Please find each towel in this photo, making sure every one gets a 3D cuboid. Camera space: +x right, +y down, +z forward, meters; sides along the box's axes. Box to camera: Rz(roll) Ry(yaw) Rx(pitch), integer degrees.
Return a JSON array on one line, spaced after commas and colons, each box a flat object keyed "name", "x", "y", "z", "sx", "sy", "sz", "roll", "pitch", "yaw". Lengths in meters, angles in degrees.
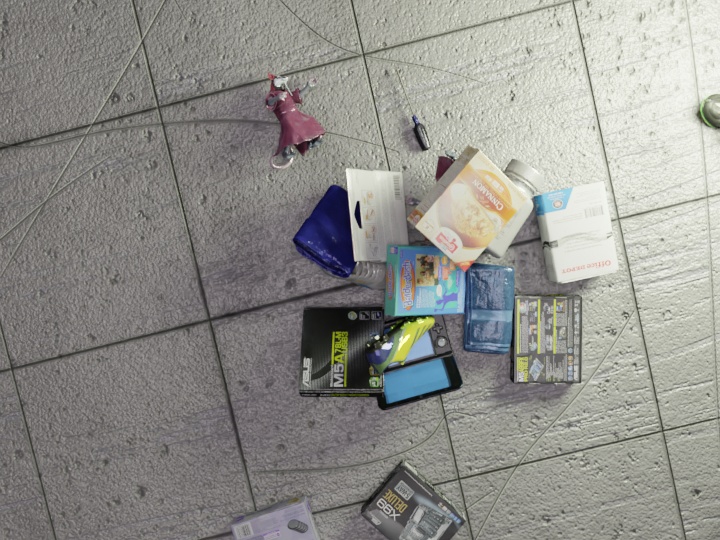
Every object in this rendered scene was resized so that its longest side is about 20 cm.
[{"name": "towel", "x": -0.051, "y": -0.086, "z": 1.515, "sx": 0.147, "sy": 0.050, "sz": 0.201, "roll": 34, "pitch": 52, "yaw": -5}, {"name": "towel", "x": 0.294, "y": 0.087, "z": 1.556, "sx": 0.109, "sy": 0.048, "sz": 0.204, "roll": 4, "pitch": 93, "yaw": 14}]

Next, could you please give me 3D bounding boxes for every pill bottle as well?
[{"name": "pill bottle", "x": 0.319, "y": -0.140, "z": 1.518, "sx": 0.113, "sy": 0.114, "sz": 0.202, "roll": 33, "pitch": 93, "yaw": -1}]

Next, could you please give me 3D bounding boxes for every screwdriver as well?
[{"name": "screwdriver", "x": 0.113, "y": -0.369, "z": 1.556, "sx": 0.029, "sy": 0.028, "sz": 0.203, "roll": -25, "pitch": 91, "yaw": 31}]

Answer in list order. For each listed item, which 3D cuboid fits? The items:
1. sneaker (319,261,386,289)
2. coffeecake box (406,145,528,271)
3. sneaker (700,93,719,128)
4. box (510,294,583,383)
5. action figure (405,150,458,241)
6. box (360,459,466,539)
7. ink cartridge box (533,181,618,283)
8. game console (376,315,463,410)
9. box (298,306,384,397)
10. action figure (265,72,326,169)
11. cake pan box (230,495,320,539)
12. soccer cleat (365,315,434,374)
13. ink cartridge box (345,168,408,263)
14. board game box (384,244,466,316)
[{"name": "sneaker", "x": 0.000, "y": 0.000, "z": 1.550, "sx": 0.196, "sy": 0.081, "sz": 0.078, "roll": 9, "pitch": 92, "yaw": -1}, {"name": "coffeecake box", "x": 0.220, "y": -0.127, "z": 1.410, "sx": 0.153, "sy": 0.073, "sz": 0.201, "roll": 38, "pitch": 97, "yaw": -19}, {"name": "sneaker", "x": 0.852, "y": -0.335, "z": 1.511, "sx": 0.198, "sy": 0.084, "sz": 0.078, "roll": 27, "pitch": 93, "yaw": -1}, {"name": "box", "x": 0.428, "y": 0.157, "z": 1.568, "sx": 0.157, "sy": 0.044, "sz": 0.204, "roll": -1, "pitch": 93, "yaw": 2}, {"name": "action figure", "x": 0.193, "y": -0.155, "z": 1.517, "sx": 0.146, "sy": 0.134, "sz": 0.203, "roll": 14, "pitch": 111, "yaw": -17}, {"name": "box", "x": 0.123, "y": 0.570, "z": 1.594, "sx": 0.200, "sy": 0.050, "sz": 0.158, "roll": 42, "pitch": 93, "yaw": -1}, {"name": "ink cartridge box", "x": 0.483, "y": -0.085, "z": 1.533, "sx": 0.142, "sy": 0.084, "sz": 0.204, "roll": -11, "pitch": 93, "yaw": 2}, {"name": "game console", "x": 0.114, "y": 0.197, "z": 1.540, "sx": 0.196, "sy": 0.118, "sz": 0.174, "roll": -16, "pitch": 93, "yaw": 2}, {"name": "box", "x": -0.040, "y": 0.182, "z": 1.532, "sx": 0.189, "sy": 0.048, "sz": 0.203, "roll": 1, "pitch": 64, "yaw": 2}, {"name": "action figure", "x": -0.163, "y": -0.356, "z": 1.543, "sx": 0.149, "sy": 0.133, "sz": 0.202, "roll": -37, "pitch": 76, "yaw": 45}, {"name": "cake pan box", "x": -0.194, "y": 0.653, "z": 1.606, "sx": 0.197, "sy": 0.052, "sz": 0.187, "roll": -19, "pitch": 91, "yaw": 2}, {"name": "soccer cleat", "x": 0.092, "y": 0.160, "z": 1.506, "sx": 0.199, "sy": 0.064, "sz": 0.085, "roll": -28, "pitch": 103, "yaw": -34}, {"name": "ink cartridge box", "x": 0.029, "y": -0.118, "z": 1.499, "sx": 0.174, "sy": 0.044, "sz": 0.204, "roll": -2, "pitch": 85, "yaw": -42}, {"name": "board game box", "x": 0.148, "y": 0.021, "z": 1.518, "sx": 0.197, "sy": 0.045, "sz": 0.155, "roll": 1, "pitch": 93, "yaw": -32}]
